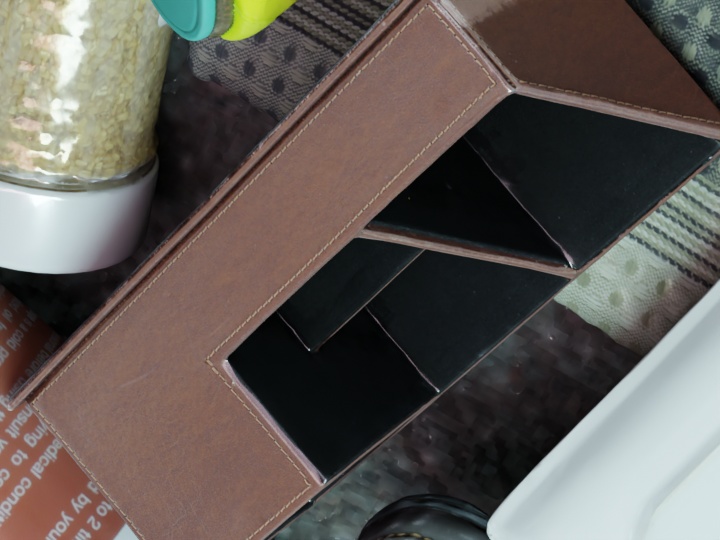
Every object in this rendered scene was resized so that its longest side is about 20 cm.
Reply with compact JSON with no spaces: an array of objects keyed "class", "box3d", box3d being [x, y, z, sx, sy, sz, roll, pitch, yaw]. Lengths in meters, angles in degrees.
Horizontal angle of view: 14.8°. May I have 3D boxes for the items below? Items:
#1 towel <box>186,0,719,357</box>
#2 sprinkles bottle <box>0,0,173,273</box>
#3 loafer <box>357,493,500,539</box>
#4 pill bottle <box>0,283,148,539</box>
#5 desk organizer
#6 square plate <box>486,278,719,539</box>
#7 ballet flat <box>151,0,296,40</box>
[{"class":"towel","box3d":[0.062,-0.086,0.732,0.200,0.035,0.193,34,120,19]},{"class":"sprinkles bottle","box3d":[-0.078,-0.101,0.766,0.068,0.068,0.200,14,114,6]},{"class":"loafer","box3d":[0.058,0.153,0.759,0.073,0.072,0.200,-36,91,35]},{"class":"pill bottle","box3d":[-0.116,0.069,0.822,0.200,0.112,0.112,42,115,-6]},{"class":"desk organizer","box3d":[0.000,0.000,0.737,0.077,0.072,0.200,50,129,4]},{"class":"square plate","box3d":[0.164,0.066,0.702,0.198,0.028,0.200,35,121,-9]},{"class":"ballet flat","box3d":[-0.025,-0.136,0.671,0.067,0.067,0.200,-25,148,-17]}]
